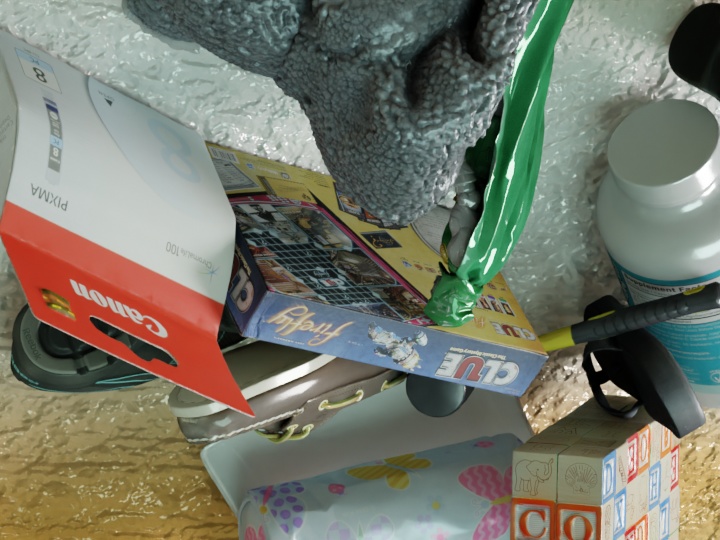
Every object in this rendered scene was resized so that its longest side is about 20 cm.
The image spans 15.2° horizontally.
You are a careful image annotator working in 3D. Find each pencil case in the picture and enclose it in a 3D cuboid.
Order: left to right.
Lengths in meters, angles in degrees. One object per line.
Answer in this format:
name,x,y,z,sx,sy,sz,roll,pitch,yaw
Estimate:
pencil case,0.022,0.163,1.705,0.199,0.083,0.091,-10,113,-17

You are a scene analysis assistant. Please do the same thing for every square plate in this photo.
square plate,0.013,0.123,1.745,0.199,0.029,0.199,-27,135,-1

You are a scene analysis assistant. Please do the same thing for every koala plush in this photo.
koala plush,-0.024,-0.139,1.392,0.199,0.185,0.177,23,161,-11

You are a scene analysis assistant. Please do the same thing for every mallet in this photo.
mallet,0.119,0.044,1.608,0.199,0.066,0.041,-15,103,25

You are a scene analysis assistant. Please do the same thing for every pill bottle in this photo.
pill bottle,0.210,-0.013,1.659,0.110,0.111,0.200,-27,135,-1

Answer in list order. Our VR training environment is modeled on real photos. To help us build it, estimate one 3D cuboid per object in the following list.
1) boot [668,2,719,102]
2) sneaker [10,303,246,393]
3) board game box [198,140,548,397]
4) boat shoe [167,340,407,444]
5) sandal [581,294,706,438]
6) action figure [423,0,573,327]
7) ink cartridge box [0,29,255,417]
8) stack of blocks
boot,0.286,-0.084,1.582,0.174,0.200,0.069,26,104,-32
sneaker,-0.115,0.023,1.579,0.199,0.076,0.079,-15,164,-22
board game box,0.000,0.000,1.552,0.199,0.136,0.035,14,123,-34
boat shoe,-0.036,0.067,1.584,0.200,0.072,0.060,-28,116,-50
sandal,0.162,0.061,1.666,0.043,0.200,0.076,-30,97,-1
action figure,0.075,-0.065,1.510,0.118,0.054,0.201,24,81,-75
ink cartridge box,-0.127,-0.027,1.420,0.160,0.200,0.047,28,114,-40
stack of blocks,0.148,0.151,1.674,0.058,0.200,0.116,3,98,20
